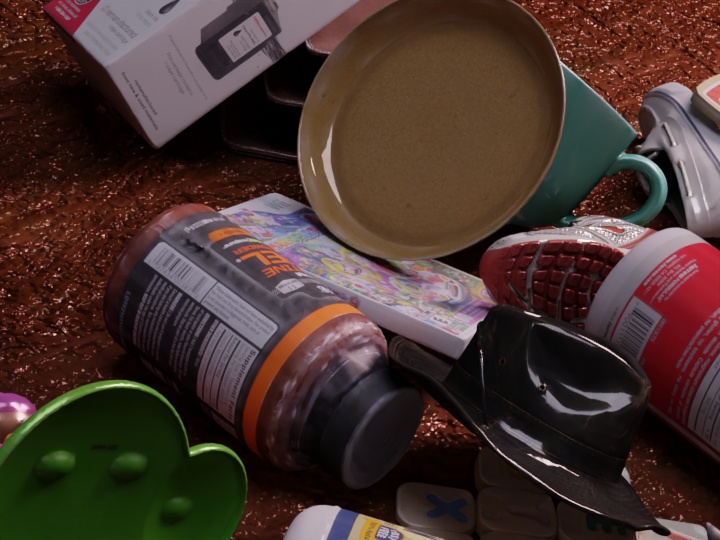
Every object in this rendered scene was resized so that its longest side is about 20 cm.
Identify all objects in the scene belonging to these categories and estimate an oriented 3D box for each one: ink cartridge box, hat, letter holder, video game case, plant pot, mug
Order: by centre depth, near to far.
[{"bbox_3d":[0.116,0.070,1.136,0.200,0.081,0.201,34,6,-4],"label":"hat"},{"bbox_3d":[0.000,0.000,1.305,0.199,0.018,0.143,23,17,15],"label":"video game case"},{"bbox_3d":[0.050,-0.098,1.331,0.200,0.201,0.027,38,1,33],"label":"plant pot"},{"bbox_3d":[0.116,-0.095,1.404,0.185,0.115,0.152,45,7,37],"label":"mug"},{"bbox_3d":[-0.114,-0.200,1.438,0.199,0.084,0.145,-37,36,-8],"label":"ink cartridge box"},{"bbox_3d":[-0.033,-0.175,1.513,0.141,0.101,0.201,8,34,-2],"label":"letter holder"}]

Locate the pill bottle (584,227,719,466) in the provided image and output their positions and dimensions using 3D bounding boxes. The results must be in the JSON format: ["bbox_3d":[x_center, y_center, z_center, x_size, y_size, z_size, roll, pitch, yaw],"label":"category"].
[{"bbox_3d":[0.247,0.068,1.238,0.112,0.113,0.200,-20,46,-38],"label":"pill bottle"}]

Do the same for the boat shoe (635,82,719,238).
[{"bbox_3d":[0.243,-0.081,1.495,0.065,0.072,0.201,-15,36,-5],"label":"boat shoe"}]

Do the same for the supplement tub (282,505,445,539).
[{"bbox_3d":[0.046,0.208,0.947,0.198,0.145,0.145,16,34,5],"label":"supplement tub"}]

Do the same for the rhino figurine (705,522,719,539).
[{"bbox_3d":[0.256,0.172,1.111,0.198,0.088,0.060,-4,38,-24],"label":"rhino figurine"}]

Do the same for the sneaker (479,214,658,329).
[{"bbox_3d":[0.154,0.004,1.336,0.199,0.078,0.082,5,23,-40],"label":"sneaker"}]

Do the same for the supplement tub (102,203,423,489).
[{"bbox_3d":[-0.056,0.049,1.179,0.199,0.108,0.107,34,40,28],"label":"supplement tub"}]

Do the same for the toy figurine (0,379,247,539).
[{"bbox_3d":[-0.190,0.095,1.073,0.183,0.151,0.199,28,14,38],"label":"toy figurine"}]

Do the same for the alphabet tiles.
[{"bbox_3d":[0.115,0.174,1.133,0.194,0.015,0.201,10,34,-4],"label":"alphabet tiles"}]

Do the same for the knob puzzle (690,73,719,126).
[{"bbox_3d":[0.348,-0.111,1.499,0.218,0.031,0.220,19,27,-10],"label":"knob puzzle"}]
